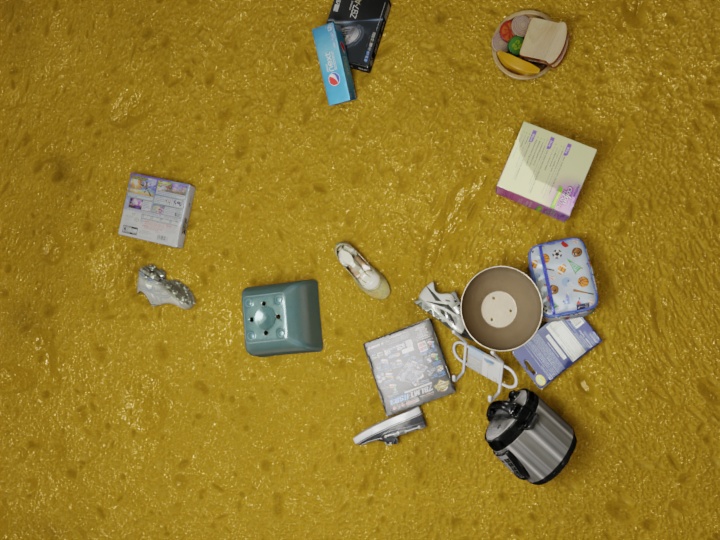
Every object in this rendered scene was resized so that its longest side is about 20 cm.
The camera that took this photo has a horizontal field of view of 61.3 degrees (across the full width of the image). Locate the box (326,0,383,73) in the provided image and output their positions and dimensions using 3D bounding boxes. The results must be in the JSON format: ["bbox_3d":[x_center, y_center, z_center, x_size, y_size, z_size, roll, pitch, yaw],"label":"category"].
[{"bbox_3d":[-0.017,-0.677,1.708,0.157,0.043,0.205,19,90,12],"label":"box"}]

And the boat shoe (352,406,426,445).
[{"bbox_3d":[0.078,0.426,1.595,0.196,0.072,0.069,-24,80,1],"label":"boat shoe"}]

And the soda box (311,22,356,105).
[{"bbox_3d":[-0.070,-0.563,1.663,0.066,0.064,0.205,-8,104,20],"label":"soda box"}]

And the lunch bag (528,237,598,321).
[{"bbox_3d":[0.501,0.028,1.522,0.156,0.076,0.205,-10,71,13],"label":"lunch bag"}]

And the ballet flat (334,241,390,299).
[{"bbox_3d":[0.000,0.000,1.642,0.071,0.071,0.200,-43,80,5],"label":"ballet flat"}]

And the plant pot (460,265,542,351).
[{"bbox_3d":[0.352,0.098,1.531,0.195,0.134,0.206,-1,85,11],"label":"plant pot"}]

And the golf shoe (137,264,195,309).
[{"bbox_3d":[-0.563,0.070,1.753,0.198,0.078,0.099,32,109,17],"label":"golf shoe"}]

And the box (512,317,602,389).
[{"bbox_3d":[0.496,0.192,1.547,0.199,0.032,0.122,-39,80,3],"label":"box"}]

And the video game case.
[{"bbox_3d":[-0.596,-0.175,1.780,0.195,0.045,0.186,12,89,11],"label":"video game case"}]

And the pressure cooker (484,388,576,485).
[{"bbox_3d":[0.396,0.388,1.472,0.199,0.179,0.177,41,119,0],"label":"pressure cooker"}]

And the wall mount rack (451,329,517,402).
[{"bbox_3d":[0.292,0.226,1.508,0.198,0.074,0.177,26,133,37],"label":"wall mount rack"}]

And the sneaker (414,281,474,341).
[{"bbox_3d":[0.242,0.105,1.582,0.198,0.074,0.089,36,95,11],"label":"sneaker"}]

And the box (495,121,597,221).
[{"bbox_3d":[0.470,-0.251,1.555,0.196,0.097,0.180,24,90,13],"label":"box"}]

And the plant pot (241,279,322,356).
[{"bbox_3d":[-0.222,0.126,1.607,0.190,0.200,0.202,-6,84,11],"label":"plant pot"}]

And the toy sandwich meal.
[{"bbox_3d":[0.444,-0.599,1.600,0.199,0.070,0.211,-1,85,11],"label":"toy sandwich meal"}]

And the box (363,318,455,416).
[{"bbox_3d":[0.128,0.255,1.606,0.196,0.050,0.203,-21,83,8],"label":"box"}]
